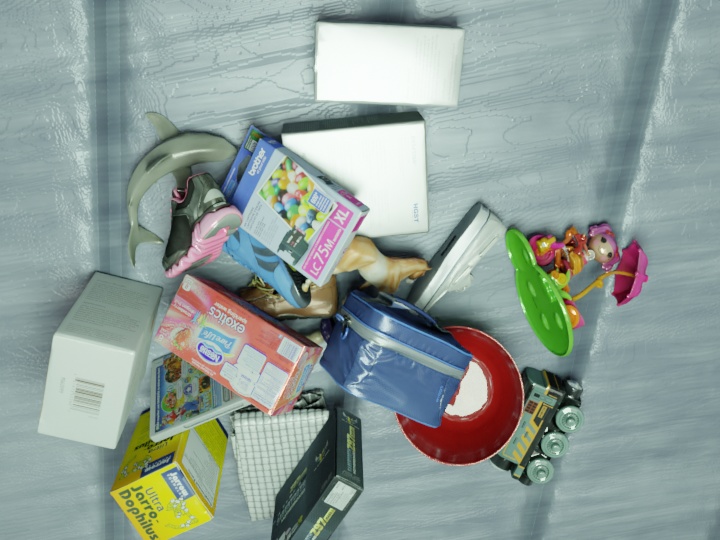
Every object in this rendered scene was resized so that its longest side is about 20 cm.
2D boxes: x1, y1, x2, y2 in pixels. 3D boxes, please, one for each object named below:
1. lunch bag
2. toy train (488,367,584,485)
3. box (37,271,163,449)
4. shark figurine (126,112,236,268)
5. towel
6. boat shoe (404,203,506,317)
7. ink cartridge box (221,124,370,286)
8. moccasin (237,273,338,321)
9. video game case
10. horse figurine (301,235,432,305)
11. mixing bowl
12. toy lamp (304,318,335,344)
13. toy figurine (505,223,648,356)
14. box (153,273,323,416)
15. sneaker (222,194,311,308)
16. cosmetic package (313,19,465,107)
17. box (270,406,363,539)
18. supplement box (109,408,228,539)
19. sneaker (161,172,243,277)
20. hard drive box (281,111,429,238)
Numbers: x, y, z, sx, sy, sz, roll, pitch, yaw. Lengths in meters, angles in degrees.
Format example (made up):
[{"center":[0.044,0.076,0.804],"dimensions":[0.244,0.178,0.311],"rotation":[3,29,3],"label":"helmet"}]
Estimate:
[{"center":[0.045,0.107,0.958],"dimensions":[0.197,0.135,0.135],"rotation":[26,92,-27],"label":"lunch bag"},{"center":[0.287,0.258,1.157],"dimensions":[0.112,0.085,0.204],"rotation":[23,110,1],"label":"toy train"},{"center":[-0.360,0.119,0.988],"dimensions":[0.104,0.201,0.156],"rotation":[14,110,-11],"label":"box"},{"center":[-0.284,-0.122,0.963],"dimensions":[0.128,0.090,0.215],"rotation":[39,102,-15],"label":"shark figurine"},{"center":[-0.119,0.296,1.138],"dimensions":[0.161,0.086,0.205],"rotation":[-7,113,0],"label":"towel"},{"center":[0.142,0.000,1.047],"dimensions":[0.065,0.074,0.201],"rotation":[34,106,-11],"label":"boat shoe"},{"center":[-0.098,-0.086,0.922],"dimensions":[0.198,0.042,0.121],"rotation":[37,112,11],"label":"ink cartridge box"},{"center":[-0.131,0.038,1.043],"dimensions":[0.196,0.074,0.080],"rotation":[-5,97,3],"label":"moccasin"},{"center":[-0.222,0.158,1.047],"dimensions":[0.196,0.145,0.018],"rotation":[-22,134,5],"label":"video game case"},{"center":[0.000,0.000,0.991],"dimensions":[0.132,0.051,0.198],"rotation":[-41,129,20],"label":"horse figurine"},{"center":[0.151,0.185,1.083],"dimensions":[0.194,0.108,0.206],"rotation":[0,89,12],"label":"mixing bowl"},{"center":[-0.129,0.128,1.085],"dimensions":[0.196,0.058,0.059],"rotation":[-24,111,5],"label":"toy lamp"},{"center":[0.337,-0.003,1.052],"dimensions":[0.180,0.150,0.204],"rotation":[-23,87,-9],"label":"toy figurine"},{"center":[-0.163,0.100,0.950],"dimensions":[0.197,0.095,0.104],"rotation":[28,89,14],"label":"box"},{"center":[-0.143,-0.023,0.997],"dimensions":[0.078,0.066,0.202],"rotation":[-35,84,13],"label":"sneaker"},{"center":[0.036,-0.276,0.935],"dimensions":[0.194,0.074,0.104],"rotation":[3,111,-3],"label":"cosmetic package"},{"center":[-0.065,0.324,1.020],"dimensions":[0.050,0.158,0.202],"rotation":[29,110,-13],"label":"box"},{"center":[-0.280,0.288,1.059],"dimensions":[0.107,0.201,0.111],"rotation":[-25,111,6],"label":"supplement box"},{"center":[-0.228,-0.062,0.947],"dimensions":[0.097,0.078,0.199],"rotation":[58,138,5],"label":"sneaker"},{"center":[-0.006,-0.130,0.984],"dimensions":[0.194,0.077,0.160],"rotation":[-5,112,-2],"label":"hard drive box"}]
